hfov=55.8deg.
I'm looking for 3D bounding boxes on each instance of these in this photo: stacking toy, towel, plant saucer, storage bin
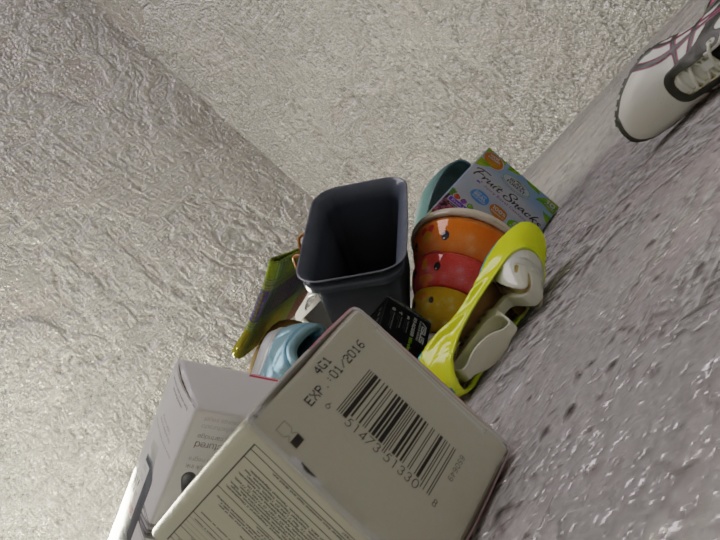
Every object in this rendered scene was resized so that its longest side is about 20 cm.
[{"bbox_3d":[0.109,0.038,0.808,0.146,0.146,0.200,-52,14,54],"label":"stacking toy"},{"bbox_3d":[-0.107,0.030,0.931,0.144,0.023,0.200,-38,-18,-47],"label":"towel"},{"bbox_3d":[0.132,-0.073,1.060,0.200,0.036,0.201,-24,-61,-52],"label":"plant saucer"},{"bbox_3d":[0.000,0.000,0.834,0.145,0.135,0.200,-9,35,11],"label":"storage bin"}]

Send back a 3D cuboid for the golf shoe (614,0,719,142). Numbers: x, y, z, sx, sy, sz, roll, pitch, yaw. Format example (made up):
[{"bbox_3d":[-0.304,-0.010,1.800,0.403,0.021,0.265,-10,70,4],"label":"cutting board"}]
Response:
[{"bbox_3d":[0.334,-0.209,0.675,0.200,0.077,0.088,-50,4,27],"label":"golf shoe"}]

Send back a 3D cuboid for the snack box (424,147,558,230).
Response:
[{"bbox_3d":[0.186,-0.076,0.982,0.200,0.142,0.053,-46,-3,-41],"label":"snack box"}]

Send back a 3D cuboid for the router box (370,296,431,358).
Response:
[{"bbox_3d":[-0.004,0.146,0.711,0.150,0.062,0.200,-49,13,40],"label":"router box"}]

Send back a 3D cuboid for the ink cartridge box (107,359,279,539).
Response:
[{"bbox_3d":[-0.120,0.195,0.593,0.085,0.145,0.200,43,113,57],"label":"ink cartridge box"}]

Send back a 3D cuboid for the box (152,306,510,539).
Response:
[{"bbox_3d":[-0.027,0.139,0.425,0.109,0.128,0.200,-45,-3,-44],"label":"box"}]

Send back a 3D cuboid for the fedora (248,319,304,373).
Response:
[{"bbox_3d":[-0.072,0.160,0.915,0.082,0.201,0.201,7,-46,-43],"label":"fedora"}]

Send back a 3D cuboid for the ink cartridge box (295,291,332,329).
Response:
[{"bbox_3d":[-0.020,0.114,1.017,0.125,0.200,0.129,-46,-4,-44],"label":"ink cartridge box"}]

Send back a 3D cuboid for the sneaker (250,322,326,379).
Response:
[{"bbox_3d":[-0.080,0.135,0.741,0.082,0.074,0.200,-23,42,31],"label":"sneaker"}]

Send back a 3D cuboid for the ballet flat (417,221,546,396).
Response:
[{"bbox_3d":[0.129,0.036,0.626,0.200,0.067,0.067,-50,19,-17],"label":"ballet flat"}]
